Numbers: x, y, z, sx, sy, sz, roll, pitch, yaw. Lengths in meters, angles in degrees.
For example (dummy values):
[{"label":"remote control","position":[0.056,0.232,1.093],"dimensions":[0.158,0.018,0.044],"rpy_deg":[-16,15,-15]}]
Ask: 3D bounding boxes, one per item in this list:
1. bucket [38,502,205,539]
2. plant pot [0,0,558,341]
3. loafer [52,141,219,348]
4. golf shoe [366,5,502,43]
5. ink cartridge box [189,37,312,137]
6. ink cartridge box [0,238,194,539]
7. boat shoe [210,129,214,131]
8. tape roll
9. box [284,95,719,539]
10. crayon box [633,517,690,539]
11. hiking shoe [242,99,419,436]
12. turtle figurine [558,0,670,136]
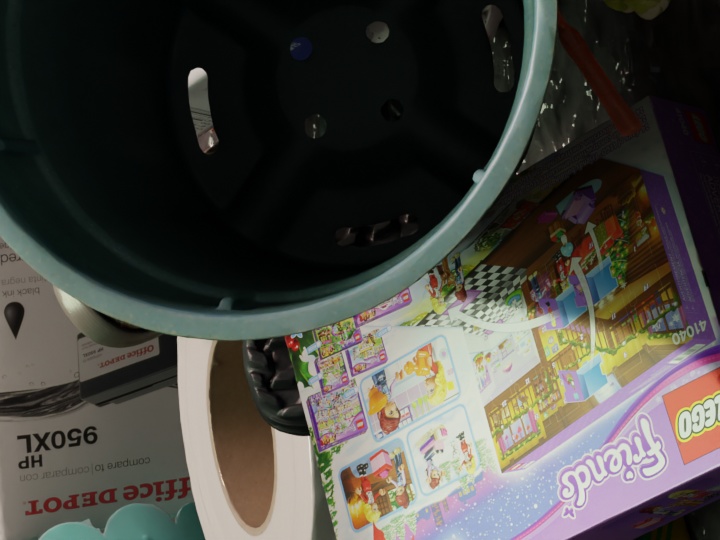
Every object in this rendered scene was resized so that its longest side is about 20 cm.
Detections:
[{"label":"bucket","position":[-0.132,0.240,1.443],"dimensions":[0.135,0.207,0.207],"rpy_deg":[62,151,31]},{"label":"plant pot","position":[-0.021,-0.075,0.881],"dimensions":[0.196,0.199,0.201],"rpy_deg":[12,-111,-78]},{"label":"loafer","position":[-0.060,-0.023,1.167],"dimensions":[0.063,0.200,0.072],"rpy_deg":[-39,88,34]},{"label":"golf shoe","position":[0.040,-0.119,1.065],"dimensions":[0.200,0.072,0.092],"rpy_deg":[-177,77,-78]},{"label":"ink cartridge box","position":[-0.056,-0.172,1.122],"dimensions":[0.199,0.040,0.201],"rpy_deg":[-27,59,60]},{"label":"ink cartridge box","position":[-0.153,0.042,1.479],"dimensions":[0.084,0.144,0.201],"rpy_deg":[-151,57,-64]},{"label":"boat shoe","position":[-0.030,-0.151,1.187],"dimensions":[0.071,0.062,0.201],"rpy_deg":[54,132,52]},{"label":"tape roll","position":[-0.029,0.074,1.294],"dimensions":[0.202,0.071,0.203],"rpy_deg":[173,90,-70]},{"label":"box","position":[0.063,0.041,0.971],"dimensions":[0.200,0.039,0.137],"rpy_deg":[-30,64,37]},{"label":"crayon box","position":[0.061,0.107,1.083],"dimensions":[0.200,0.058,0.173],"rpy_deg":[128,132,-59]},{"label":"hiking shoe","position":[0.000,0.000,1.145],"dimensions":[0.087,0.074,0.200],"rpy_deg":[89,-164,-52]},{"label":"turtle figurine","position":[0.112,-0.158,0.869],"dimensions":[0.161,0.064,0.201],"rpy_deg":[140,130,-56]}]
